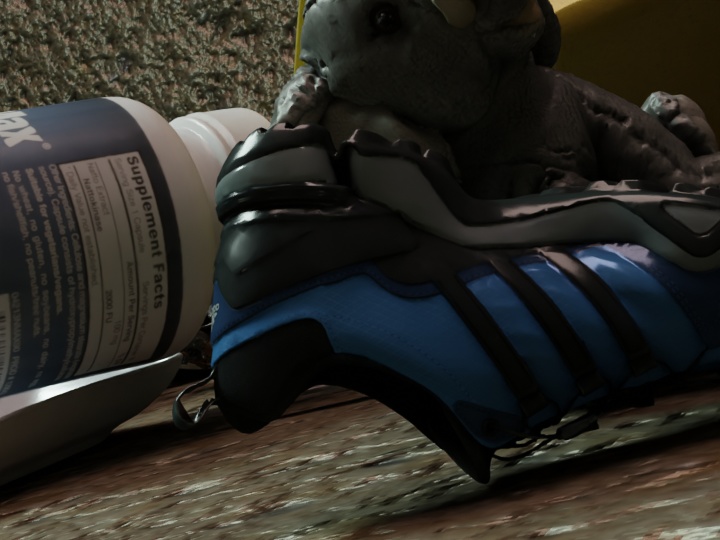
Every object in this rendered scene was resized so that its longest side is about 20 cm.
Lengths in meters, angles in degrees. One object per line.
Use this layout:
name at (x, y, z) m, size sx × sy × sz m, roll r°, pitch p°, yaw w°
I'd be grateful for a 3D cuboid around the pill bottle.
pill bottle at (-0.130, -0.011, 0.770) m, size 0.199 × 0.120 × 0.119 m, roll -13°, pitch 2°, yaw -32°

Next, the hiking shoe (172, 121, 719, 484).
hiking shoe at (0.053, 0.020, 0.508) m, size 0.199 × 0.087 × 0.074 m, roll 9°, pitch -13°, yaw 0°

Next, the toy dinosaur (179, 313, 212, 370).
toy dinosaur at (0.000, 0.000, 0.940) m, size 0.200 × 0.102 × 0.136 m, roll -36°, pitch -9°, yaw -13°

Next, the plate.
plate at (-0.202, 0.081, 0.783) m, size 0.199 × 0.032 × 0.199 m, roll -12°, pitch 4°, yaw 24°

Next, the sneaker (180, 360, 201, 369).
sneaker at (-0.083, 0.028, 1.086) m, size 0.200 × 0.078 × 0.086 m, roll -21°, pitch -15°, yaw -50°

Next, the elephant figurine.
elephant figurine at (0.029, -0.058, 0.606) m, size 0.155 × 0.200 × 0.142 m, roll -45°, pitch 13°, yaw 10°

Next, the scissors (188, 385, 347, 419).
scissors at (0.024, 0.042, 0.754) m, size 0.199 × 0.014 × 0.073 m, roll -13°, pitch 5°, yaw 22°

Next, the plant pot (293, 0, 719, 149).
plant pot at (0.078, -0.092, 0.793) m, size 0.200 × 0.201 × 0.176 m, roll 30°, pitch 39°, yaw 32°
